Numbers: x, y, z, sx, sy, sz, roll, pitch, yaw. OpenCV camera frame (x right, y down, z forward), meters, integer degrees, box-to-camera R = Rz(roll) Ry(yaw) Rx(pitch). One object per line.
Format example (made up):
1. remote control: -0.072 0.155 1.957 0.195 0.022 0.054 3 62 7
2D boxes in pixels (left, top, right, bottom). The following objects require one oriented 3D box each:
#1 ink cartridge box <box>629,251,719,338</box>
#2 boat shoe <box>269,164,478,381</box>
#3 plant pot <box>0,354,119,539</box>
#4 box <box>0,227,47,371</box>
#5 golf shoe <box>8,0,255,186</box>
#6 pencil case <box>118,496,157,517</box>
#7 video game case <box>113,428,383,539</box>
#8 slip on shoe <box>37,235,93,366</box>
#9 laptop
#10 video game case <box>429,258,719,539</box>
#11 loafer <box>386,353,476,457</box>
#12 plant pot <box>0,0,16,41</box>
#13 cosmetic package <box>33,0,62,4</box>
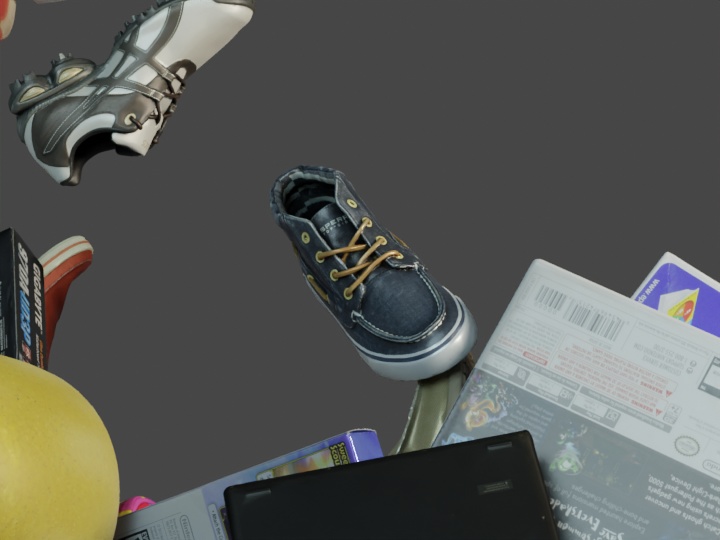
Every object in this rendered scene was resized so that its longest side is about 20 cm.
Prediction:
1. ink cartridge box: 0.205 0.117 1.614 0.200 0.043 0.198 34 80 34
2. boat shoe: 0.000 0.000 1.709 0.071 0.091 0.200 -37 31 -10
3. plant pot: -0.264 0.126 1.581 0.199 0.142 0.201 -8 65 19
4. box: -0.285 0.077 1.758 0.158 0.046 0.201 -24 40 11
5. golf shoe: -0.154 -0.132 1.923 0.199 0.078 0.095 -30 71 8
6. pencil case: -0.208 0.213 1.727 0.199 0.088 0.089 -20 55 13
7. video game case: -0.045 0.219 1.608 0.181 0.045 0.201 -22 80 24
8. slip on shoe: -0.242 0.062 1.850 0.061 0.074 0.200 33 68 -1
9. laptop: 0.030 0.220 1.544 0.186 0.116 0.201 -10 52 -4
10. video game case: 0.149 0.109 1.591 0.199 0.023 0.182 24 76 23
11. loafer: 0.037 0.134 1.664 0.068 0.076 0.201 -1 61 17
12. plant pot: -0.365 -0.229 2.008 0.176 0.201 0.201 -8 58 8
13. cosmetic package: -0.229 -0.318 2.042 0.074 0.102 0.201 -7 58 19
